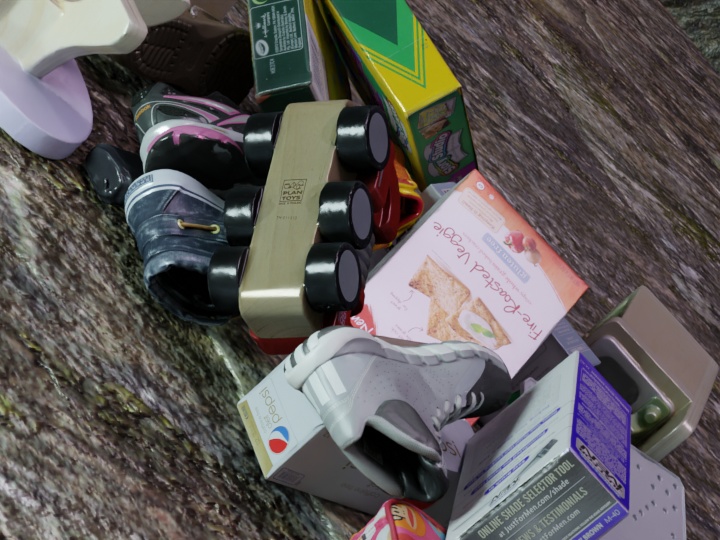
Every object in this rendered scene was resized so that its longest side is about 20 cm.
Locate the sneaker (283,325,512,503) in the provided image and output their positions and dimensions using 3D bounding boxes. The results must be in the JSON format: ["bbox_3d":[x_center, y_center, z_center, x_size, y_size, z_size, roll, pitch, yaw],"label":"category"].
[{"bbox_3d":[0.042,0.106,1.372,0.200,0.075,0.116,9,43,-44],"label":"sneaker"}]

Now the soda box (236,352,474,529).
[{"bbox_3d":[0.008,0.124,1.454,0.200,0.064,0.068,26,30,-46],"label":"soda box"}]

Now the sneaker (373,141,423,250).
[{"bbox_3d":[0.017,-0.055,1.700,0.077,0.073,0.200,5,23,9],"label":"sneaker"}]

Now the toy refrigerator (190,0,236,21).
[{"bbox_3d":[-0.180,-0.244,1.751,0.076,0.070,0.200,44,19,12],"label":"toy refrigerator"}]

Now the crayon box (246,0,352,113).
[{"bbox_3d":[-0.044,-0.149,1.744,0.200,0.051,0.127,64,17,-58],"label":"crayon box"}]

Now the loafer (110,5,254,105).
[{"bbox_3d":[-0.145,-0.183,1.691,0.067,0.076,0.200,35,6,25],"label":"loafer"}]

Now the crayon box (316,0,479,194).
[{"bbox_3d":[0.031,-0.168,1.777,0.173,0.058,0.200,57,-4,21],"label":"crayon box"}]

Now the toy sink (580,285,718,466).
[{"bbox_3d":[0.216,0.108,1.799,0.112,0.130,0.200,47,21,1],"label":"toy sink"}]

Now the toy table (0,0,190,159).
[{"bbox_3d":[-0.221,-0.189,1.499,0.184,0.117,0.200,14,37,-56],"label":"toy table"}]

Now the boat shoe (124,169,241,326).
[{"bbox_3d":[-0.086,0.008,1.490,0.200,0.071,0.091,26,37,-39],"label":"boat shoe"}]

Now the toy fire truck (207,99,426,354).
[{"bbox_3d":[0.000,0.000,1.468,0.200,0.128,0.176,60,35,-50],"label":"toy fire truck"}]

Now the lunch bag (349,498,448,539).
[{"bbox_3d":[0.059,0.253,1.293,0.176,0.082,0.200,40,21,-20],"label":"lunch bag"}]

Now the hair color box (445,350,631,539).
[{"bbox_3d":[0.122,0.137,1.394,0.065,0.109,0.200,47,17,-5],"label":"hair color box"}]

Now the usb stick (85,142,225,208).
[{"bbox_3d":[-0.128,-0.053,1.554,0.200,0.033,0.055,17,29,-53],"label":"usb stick"}]

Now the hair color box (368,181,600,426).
[{"bbox_3d":[0.096,0.033,1.741,0.200,0.099,0.061,52,21,11],"label":"hair color box"}]

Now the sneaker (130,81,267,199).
[{"bbox_3d":[-0.090,-0.092,1.539,0.200,0.080,0.086,26,30,-50],"label":"sneaker"}]

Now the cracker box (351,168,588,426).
[{"bbox_3d":[0.071,0.033,1.615,0.134,0.058,0.200,45,54,-3],"label":"cracker box"}]

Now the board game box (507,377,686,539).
[{"bbox_3d":[0.181,0.210,1.603,0.200,0.026,0.200,33,44,-32],"label":"board game box"}]

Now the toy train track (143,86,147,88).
[{"bbox_3d":[-0.119,-0.094,1.654,0.115,0.033,0.200,43,13,13],"label":"toy train track"}]
